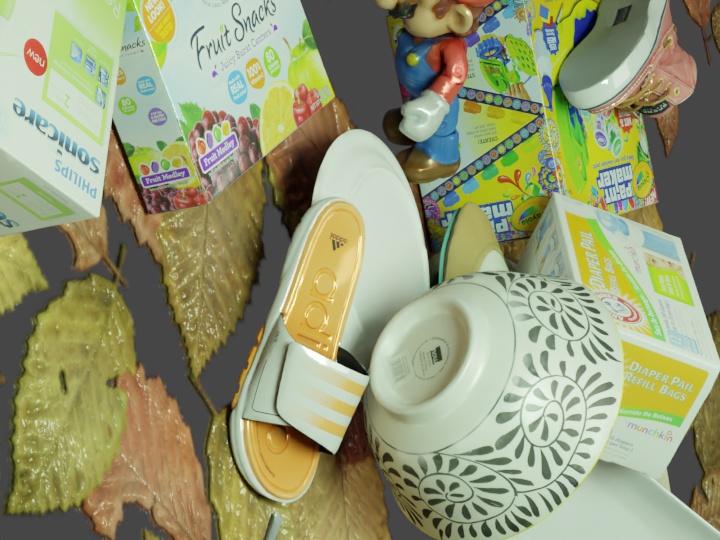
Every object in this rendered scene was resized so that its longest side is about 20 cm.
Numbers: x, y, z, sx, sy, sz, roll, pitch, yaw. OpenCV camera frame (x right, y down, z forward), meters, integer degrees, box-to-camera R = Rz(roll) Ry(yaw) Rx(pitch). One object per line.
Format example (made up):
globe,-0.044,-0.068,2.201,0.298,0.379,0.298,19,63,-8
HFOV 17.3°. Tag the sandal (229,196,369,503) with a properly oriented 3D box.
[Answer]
sandal,-0.027,0.051,1.556,0.079,0.059,0.207,20,81,-41

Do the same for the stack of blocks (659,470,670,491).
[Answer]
stack of blocks,0.184,0.177,1.896,0.059,0.115,0.200,-3,83,-61

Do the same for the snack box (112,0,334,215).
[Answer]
snack box,-0.098,-0.140,1.551,0.200,0.053,0.142,-47,120,-56

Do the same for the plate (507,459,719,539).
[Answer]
plate,0.152,0.229,1.733,0.200,0.200,0.032,40,-4,-10

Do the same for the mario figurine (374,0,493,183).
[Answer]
mario figurine,0.036,-0.167,1.732,0.106,0.123,0.200,-29,138,-38

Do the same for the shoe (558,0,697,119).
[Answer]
shoe,0.217,-0.153,1.856,0.091,0.071,0.200,61,29,-20

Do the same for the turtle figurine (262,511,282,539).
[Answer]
turtle figurine,-0.074,0.276,1.331,0.144,0.200,0.194,50,-10,28

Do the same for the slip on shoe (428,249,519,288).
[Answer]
slip on shoe,0.103,0.016,1.867,0.200,0.076,0.061,13,24,-48

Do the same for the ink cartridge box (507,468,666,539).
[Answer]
ink cartridge box,0.157,0.208,1.792,0.083,0.147,0.200,-162,-124,-77

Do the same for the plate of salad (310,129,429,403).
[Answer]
plate of salad,0.000,0.000,1.686,0.200,0.048,0.200,26,60,-61

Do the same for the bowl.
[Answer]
bowl,0.068,0.073,1.581,0.094,0.201,0.201,36,50,-41

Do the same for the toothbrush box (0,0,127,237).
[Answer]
toothbrush box,-0.208,-0.140,1.318,0.146,0.086,0.200,40,49,-50

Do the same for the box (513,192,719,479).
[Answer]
box,0.177,0.044,1.717,0.112,0.101,0.200,19,26,-13

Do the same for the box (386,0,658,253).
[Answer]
box,0.133,-0.126,1.900,0.200,0.122,0.193,-18,97,-62

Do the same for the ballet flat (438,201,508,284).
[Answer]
ballet flat,0.086,0.046,1.732,0.069,0.063,0.200,42,56,-58
